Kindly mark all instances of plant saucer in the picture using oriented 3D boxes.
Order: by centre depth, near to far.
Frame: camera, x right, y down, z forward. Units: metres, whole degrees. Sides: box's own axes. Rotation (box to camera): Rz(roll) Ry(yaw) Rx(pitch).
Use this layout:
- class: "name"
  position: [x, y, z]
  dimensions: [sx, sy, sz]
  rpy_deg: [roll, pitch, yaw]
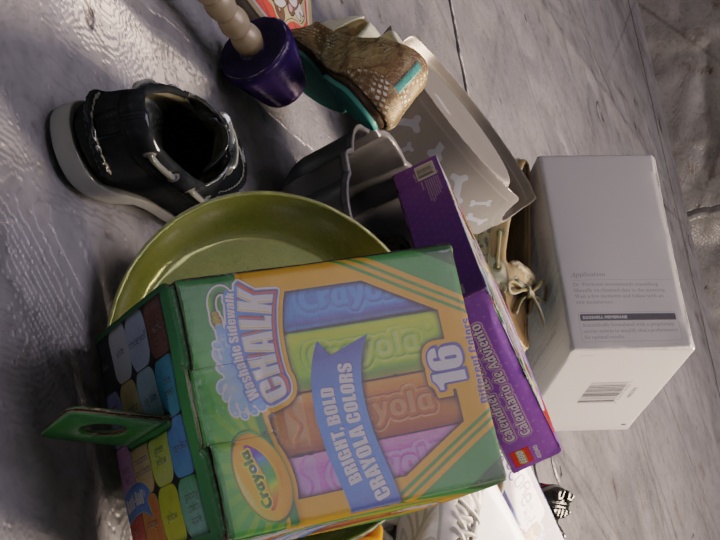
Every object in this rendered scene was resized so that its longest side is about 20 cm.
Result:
- class: "plant saucer"
  position: [-0.048, 0.057, 0.864]
  dimensions: [0.198, 0.031, 0.202]
  rpy_deg: [7, 73, -24]

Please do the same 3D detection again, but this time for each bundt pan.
- class: "bundt pan"
  position: [0.000, 0.000, 1.122]
  dimensions: [0.202, 0.075, 0.204]
  rpy_deg: [-16, 90, -72]

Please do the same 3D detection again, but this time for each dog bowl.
- class: "dog bowl"
  position: [0.068, -0.117, 1.347]
  dimensions: [0.200, 0.059, 0.200]
  rpy_deg: [47, 15, -16]

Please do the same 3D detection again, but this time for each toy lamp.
- class: "toy lamp"
  position: [-0.096, -0.180, 1.036]
  dimensions: [0.200, 0.058, 0.059]
  rpy_deg: [52, 28, -47]

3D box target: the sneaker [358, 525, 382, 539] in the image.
- class: "sneaker"
  position: [-0.050, 0.093, 0.911]
  dimensions: [0.201, 0.077, 0.078]
  rpy_deg: [67, 22, -13]

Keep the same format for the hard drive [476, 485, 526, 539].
- class: "hard drive"
  position: [0.033, 0.164, 1.044]
  dimensions: [0.132, 0.027, 0.201]
  rpy_deg: [-44, 122, -25]

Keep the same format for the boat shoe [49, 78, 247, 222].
- class: "boat shoe"
  position: [-0.103, -0.068, 0.915]
  dimensions: [0.200, 0.060, 0.076]
  rpy_deg: [-10, 84, -71]

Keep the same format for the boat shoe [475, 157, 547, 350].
- class: "boat shoe"
  position: [0.130, -0.013, 1.407]
  dimensions: [0.073, 0.062, 0.201]
  rpy_deg: [44, 35, -56]

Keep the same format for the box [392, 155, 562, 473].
- class: "box"
  position: [0.076, 0.025, 1.067]
  dimensions: [0.200, 0.039, 0.137]
  rpy_deg: [-103, 167, -62]

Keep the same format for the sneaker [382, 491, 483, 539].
- class: "sneaker"
  position: [0.045, 0.180, 0.981]
  dimensions: [0.075, 0.081, 0.201]
  rpy_deg: [45, 60, -34]

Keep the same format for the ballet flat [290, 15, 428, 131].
- class: "ballet flat"
  position: [-0.003, -0.145, 1.113]
  dimensions: [0.071, 0.065, 0.200]
  rpy_deg: [53, -6, -29]

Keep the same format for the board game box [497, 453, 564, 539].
- class: "board game box"
  position: [0.082, 0.203, 1.131]
  dimensions: [0.135, 0.034, 0.201]
  rpy_deg: [-41, 121, -26]

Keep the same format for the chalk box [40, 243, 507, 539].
- class: "chalk box"
  position: [-0.052, 0.071, 0.770]
  dimensions: [0.199, 0.125, 0.125]
  rpy_deg: [-9, 79, -27]

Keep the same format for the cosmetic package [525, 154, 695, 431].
- class: "cosmetic package"
  position: [0.211, 0.025, 1.497]
  dimensions: [0.200, 0.122, 0.201]
  rpy_deg: [110, -22, -61]

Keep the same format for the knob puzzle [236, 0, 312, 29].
- class: "knob puzzle"
  position: [-0.072, -0.261, 1.204]
  dimensions: [0.219, 0.030, 0.221]
  rpy_deg: [-17, 90, -71]

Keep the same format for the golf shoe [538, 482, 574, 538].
- class: "golf shoe"
  position: [0.074, 0.184, 1.201]
  dimensions: [0.199, 0.088, 0.078]
  rpy_deg: [17, 90, -45]
